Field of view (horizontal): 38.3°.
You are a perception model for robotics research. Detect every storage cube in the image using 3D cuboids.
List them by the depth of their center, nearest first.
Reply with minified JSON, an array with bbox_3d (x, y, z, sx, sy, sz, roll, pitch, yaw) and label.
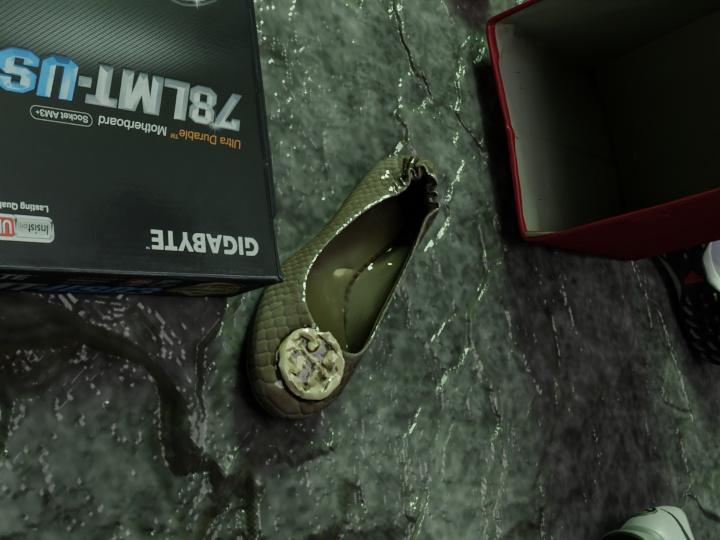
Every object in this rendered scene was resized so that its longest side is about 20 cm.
[{"bbox_3d":[0.221,-0.111,0.740,0.180,0.200,0.171,7,71,-52],"label":"storage cube"}]

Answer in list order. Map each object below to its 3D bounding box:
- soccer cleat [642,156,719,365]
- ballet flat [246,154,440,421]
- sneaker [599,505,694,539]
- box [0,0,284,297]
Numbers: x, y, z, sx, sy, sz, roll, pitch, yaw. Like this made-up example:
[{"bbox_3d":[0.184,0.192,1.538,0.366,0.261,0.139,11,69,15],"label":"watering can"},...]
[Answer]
[{"bbox_3d":[0.290,-0.020,0.878,0.073,0.068,0.200,-37,109,-47],"label":"soccer cleat"},{"bbox_3d":[0.000,0.000,0.573,0.067,0.046,0.200,52,46,-20],"label":"ballet flat"},{"bbox_3d":[0.236,0.258,0.718,0.088,0.074,0.200,-18,91,-46],"label":"sneaker"},{"bbox_3d":[-0.130,-0.090,0.465,0.200,0.050,0.199,4,73,-46],"label":"box"}]
